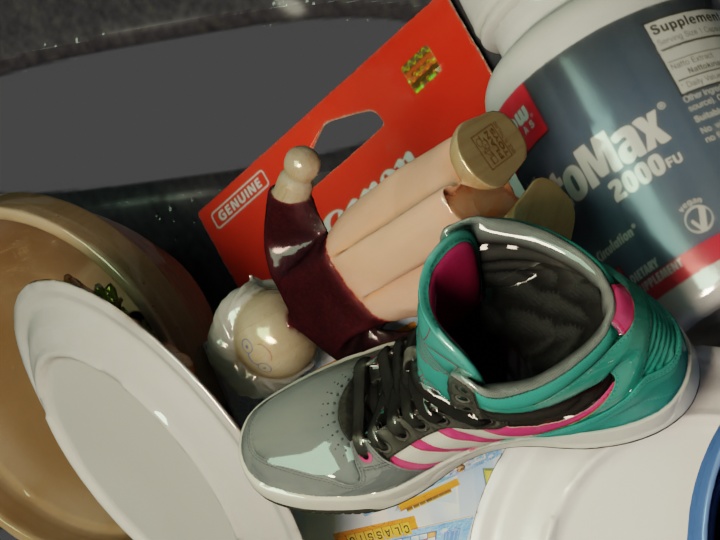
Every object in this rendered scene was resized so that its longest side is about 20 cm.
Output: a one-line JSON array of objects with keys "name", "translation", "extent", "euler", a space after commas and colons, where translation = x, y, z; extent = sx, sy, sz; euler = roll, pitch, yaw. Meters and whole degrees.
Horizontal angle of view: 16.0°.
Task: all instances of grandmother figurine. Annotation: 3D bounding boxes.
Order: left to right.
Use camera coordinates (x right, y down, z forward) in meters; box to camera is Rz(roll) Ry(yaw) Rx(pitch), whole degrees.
[{"name": "grandmother figurine", "translation": [0.000, 0.000, 1.127], "extent": [0.200, 0.060, 0.122], "euler": [-35, 85, 42]}]

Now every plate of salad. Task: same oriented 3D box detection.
[{"name": "plate of salad", "translation": [-0.088, 0.081, 1.202], "extent": [0.200, 0.048, 0.201], "euler": [37, 151, 24]}, {"name": "plate of salad", "translation": [0.142, 0.133, 1.092], "extent": [0.199, 0.048, 0.201], "euler": [1, 84, -6]}]

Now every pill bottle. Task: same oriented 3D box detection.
[{"name": "pill bottle", "translation": [0.125, -0.065, 1.150], "extent": [0.119, 0.119, 0.201], "euler": [-37, 71, 29]}]

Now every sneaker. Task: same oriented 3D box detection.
[{"name": "sneaker", "translation": [0.030, 0.039, 1.038], "extent": [0.199, 0.121, 0.084], "euler": [-15, 59, 12]}]

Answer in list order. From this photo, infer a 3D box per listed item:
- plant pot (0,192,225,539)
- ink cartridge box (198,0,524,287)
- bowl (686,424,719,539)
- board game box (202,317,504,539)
[{"name": "plant pot", "translation": [-0.139, 0.044, 1.333], "extent": [0.200, 0.093, 0.202], "euler": [17, 122, 28]}, {"name": "ink cartridge box", "translation": [0.009, -0.013, 1.278], "extent": [0.200, 0.043, 0.174], "euler": [-40, 71, 29]}, {"name": "bowl", "translation": [0.229, 0.116, 1.059], "extent": [0.039, 0.199, 0.202], "euler": [159, 104, -77]}, {"name": "board game box", "translation": [0.038, 0.093, 1.195], "extent": [0.199, 0.041, 0.201], "euler": [-23, 89, 44]}]
